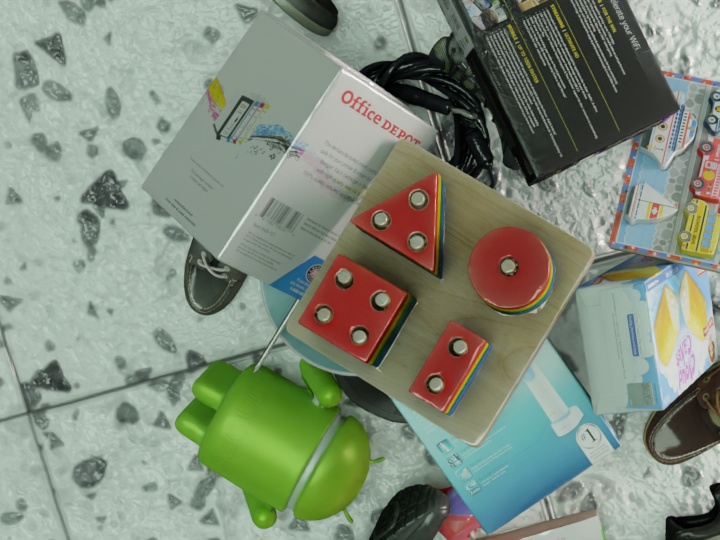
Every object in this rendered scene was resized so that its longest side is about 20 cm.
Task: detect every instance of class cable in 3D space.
[{"bbox_3d":[0.025,-0.118,1.606,0.200,0.051,0.163,-18,95,13],"label":"cable"}]

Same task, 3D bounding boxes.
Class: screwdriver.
[{"bbox_3d":[-0.046,0.013,1.563,0.029,0.028,0.200,32,93,48],"label":"screwdriver"}]

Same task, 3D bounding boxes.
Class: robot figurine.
[{"bbox_3d":[-0.078,0.169,1.636,0.200,0.116,0.176,29,109,5],"label":"robot figurine"}]

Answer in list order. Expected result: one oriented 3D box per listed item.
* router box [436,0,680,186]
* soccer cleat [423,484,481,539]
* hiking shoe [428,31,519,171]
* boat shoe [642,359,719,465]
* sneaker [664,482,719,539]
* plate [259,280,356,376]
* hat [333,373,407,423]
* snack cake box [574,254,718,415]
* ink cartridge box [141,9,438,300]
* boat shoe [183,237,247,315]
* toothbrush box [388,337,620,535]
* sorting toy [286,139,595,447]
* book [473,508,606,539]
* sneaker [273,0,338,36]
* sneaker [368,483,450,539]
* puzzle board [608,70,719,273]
[{"bbox_3d":[0.176,-0.198,1.500,0.149,0.051,0.200,-25,87,-7],"label":"router box"},{"bbox_3d":[0.147,0.191,1.626,0.200,0.067,0.076,-40,85,16],"label":"soccer cleat"},{"bbox_3d":[0.116,-0.189,1.566,0.101,0.076,0.200,-7,88,7],"label":"hiking shoe"},{"bbox_3d":[0.351,0.119,1.569,0.200,0.072,0.072,-35,91,14],"label":"boat shoe"},{"bbox_3d":[0.312,0.282,1.602,0.087,0.074,0.200,44,97,3],"label":"sneaker"},{"bbox_3d":[0.000,0.000,1.578,0.200,0.026,0.200,-2,85,21],"label":"plate"},{"bbox_3d":[0.071,0.056,1.603,0.200,0.081,0.201,-1,86,20],"label":"hat"},{"bbox_3d":[0.263,0.051,1.506,0.067,0.200,0.115,-7,97,27],"label":"snack cake box"},{"bbox_3d":[-0.064,-0.100,1.506,0.200,0.147,0.145,-55,47,5],"label":"ink cartridge box"},{"bbox_3d":[-0.128,-0.044,1.643,0.067,0.057,0.200,28,103,6],"label":"boat shoe"},{"bbox_3d":[0.115,0.110,1.496,0.146,0.085,0.200,-36,94,5],"label":"toothbrush box"},{"bbox_3d":[0.063,0.014,1.417,0.200,0.070,0.199,31,89,15],"label":"sorting toy"},{"bbox_3d":[0.200,0.349,1.649,0.133,0.048,0.200,-16,96,9],"label":"book"},{"bbox_3d":[-0.063,-0.325,1.577,0.106,0.075,0.200,-36,90,16],"label":"sneaker"},{"bbox_3d":[0.043,0.286,1.645,0.091,0.076,0.200,31,129,-6],"label":"sneaker"},{"bbox_3d":[0.318,-0.090,1.510,0.151,0.017,0.200,13,62,8],"label":"puzzle board"}]
